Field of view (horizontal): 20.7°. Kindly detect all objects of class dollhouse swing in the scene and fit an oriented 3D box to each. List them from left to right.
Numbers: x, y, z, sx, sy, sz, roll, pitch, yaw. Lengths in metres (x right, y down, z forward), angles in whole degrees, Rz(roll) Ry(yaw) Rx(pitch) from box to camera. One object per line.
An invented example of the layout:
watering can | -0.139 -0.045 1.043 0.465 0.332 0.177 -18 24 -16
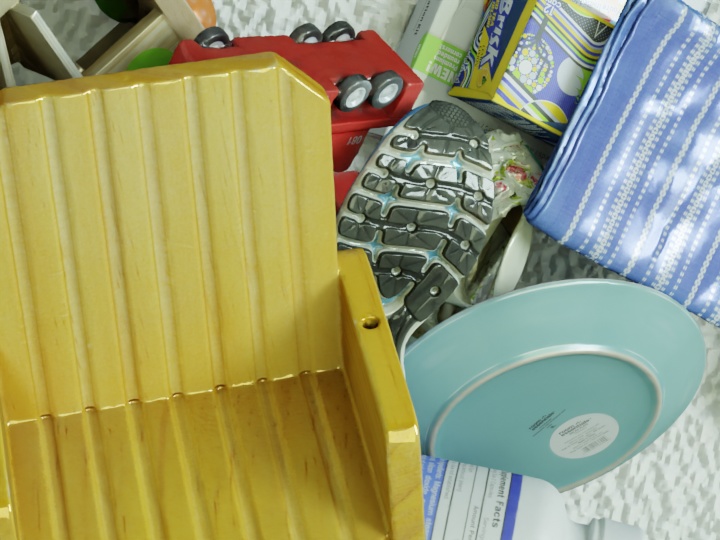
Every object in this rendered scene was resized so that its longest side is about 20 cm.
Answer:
dollhouse swing | -0.080 0.033 0.878 0.198 0.183 0.177 -8 137 -10

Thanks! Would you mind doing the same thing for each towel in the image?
towel | 0.196 -0.050 1.069 0.199 0.024 0.146 26 91 -23

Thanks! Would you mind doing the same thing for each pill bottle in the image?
pill bottle | 0.048 0.159 1.066 0.198 0.112 0.113 11 95 4

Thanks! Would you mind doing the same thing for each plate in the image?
plate | 0.100 0.079 1.101 0.198 0.026 0.201 -9 139 -8

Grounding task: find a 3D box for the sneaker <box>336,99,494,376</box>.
sneaker | 0.000 0.000 1.022 0.078 0.090 0.201 19 107 -23

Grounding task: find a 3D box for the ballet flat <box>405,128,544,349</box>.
ballet flat | 0.044 0.017 1.087 0.075 0.064 0.201 2 121 -56

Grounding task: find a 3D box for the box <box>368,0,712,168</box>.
box | 0.111 -0.138 1.127 0.155 0.041 0.201 24 91 -20

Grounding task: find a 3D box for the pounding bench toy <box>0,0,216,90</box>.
pounding bench toy | -0.143 -0.091 1.006 0.156 0.124 0.200 -43 133 -9

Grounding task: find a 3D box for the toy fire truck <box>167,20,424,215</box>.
toy fire truck | -0.037 -0.056 1.010 0.199 0.049 0.142 -11 139 -47

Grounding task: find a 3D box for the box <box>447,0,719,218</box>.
box | 0.154 -0.085 1.095 0.199 0.064 0.071 25 90 -23
